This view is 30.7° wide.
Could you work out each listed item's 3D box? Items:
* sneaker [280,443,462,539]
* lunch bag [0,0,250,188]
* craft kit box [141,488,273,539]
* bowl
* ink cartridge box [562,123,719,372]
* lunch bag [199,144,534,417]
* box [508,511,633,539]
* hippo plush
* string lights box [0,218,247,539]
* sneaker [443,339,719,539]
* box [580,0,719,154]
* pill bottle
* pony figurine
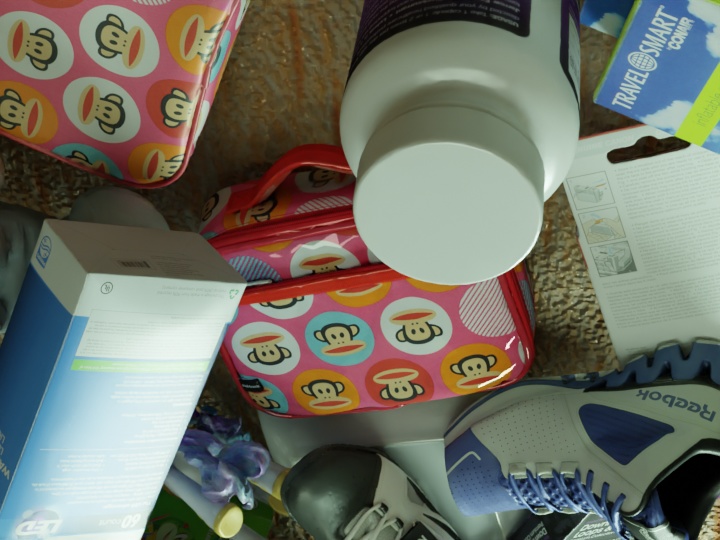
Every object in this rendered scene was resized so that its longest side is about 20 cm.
[{"bbox_3d":[0.032,0.186,0.859,0.074,0.089,0.200,-48,122,2],"label":"sneaker"},{"bbox_3d":[-0.150,-0.149,0.691,0.176,0.082,0.200,21,133,-9],"label":"lunch bag"},{"bbox_3d":[-0.191,0.238,1.047,0.197,0.049,0.201,17,114,-10],"label":"craft kit box"},{"bbox_3d":[0.032,0.138,0.938,0.199,0.075,0.200,-8,132,18],"label":"bowl"},{"bbox_3d":[0.188,-0.021,0.777,0.109,0.050,0.200,-11,129,19],"label":"ink cartridge box"},{"bbox_3d":[0.000,0.000,0.802,0.199,0.082,0.177,-10,127,16],"label":"lunch bag"},{"bbox_3d":[0.164,0.201,0.955,0.143,0.036,0.200,-3,143,-34],"label":"box"},{"bbox_3d":[-0.195,0.015,0.781,0.160,0.160,0.200,11,161,-19],"label":"hippo plush"},{"bbox_3d":[-0.150,0.076,0.726,0.103,0.059,0.201,5,117,-43],"label":"string lights box"},{"bbox_3d":[0.144,0.121,0.794,0.199,0.115,0.081,-21,127,19],"label":"sneaker"},{"bbox_3d":[0.199,-0.096,0.622,0.199,0.048,0.122,23,160,6],"label":"box"},{"bbox_3d":[0.049,-0.091,0.630,0.111,0.200,0.112,5,133,5],"label":"pill bottle"},{"bbox_3d":[-0.136,0.122,0.887,0.200,0.167,0.193,24,161,34],"label":"pony figurine"}]
